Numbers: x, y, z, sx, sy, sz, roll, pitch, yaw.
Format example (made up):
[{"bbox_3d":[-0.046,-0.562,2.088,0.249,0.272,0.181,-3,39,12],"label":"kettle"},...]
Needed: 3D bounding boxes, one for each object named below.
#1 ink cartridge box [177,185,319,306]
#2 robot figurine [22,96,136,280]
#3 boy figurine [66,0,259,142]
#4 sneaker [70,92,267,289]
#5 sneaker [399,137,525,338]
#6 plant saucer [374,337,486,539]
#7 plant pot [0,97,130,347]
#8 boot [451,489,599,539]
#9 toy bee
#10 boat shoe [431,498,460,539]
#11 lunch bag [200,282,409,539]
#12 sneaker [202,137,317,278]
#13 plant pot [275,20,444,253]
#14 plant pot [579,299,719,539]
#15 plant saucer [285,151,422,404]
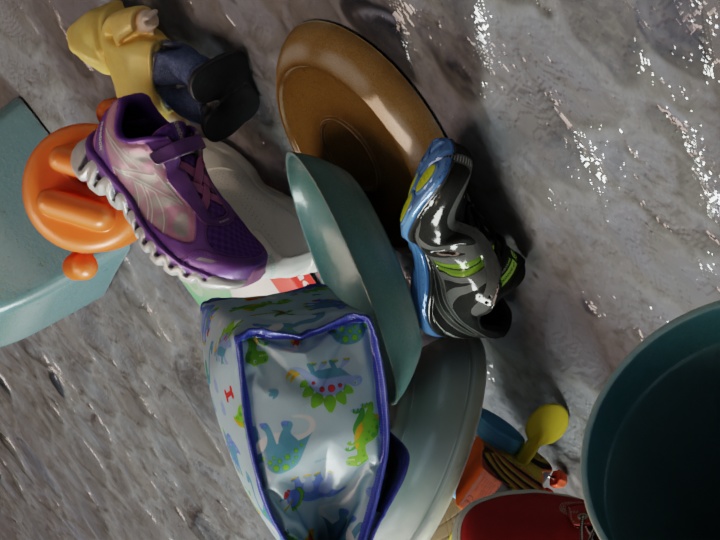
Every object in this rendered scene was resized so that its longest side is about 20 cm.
[{"bbox_3d":[-0.086,0.022,1.723,0.161,0.050,0.200,55,158,-3],"label":"ink cartridge box"},{"bbox_3d":[-0.237,-0.072,1.742,0.200,0.117,0.144,-57,-55,-87],"label":"robot figurine"},{"bbox_3d":[-0.168,-0.166,1.596,0.200,0.064,0.124,29,147,45],"label":"boy figurine"},{"bbox_3d":[-0.144,-0.067,1.528,0.200,0.080,0.088,43,124,23],"label":"sneaker"},{"bbox_3d":[0.074,-0.020,1.349,0.083,0.071,0.200,11,145,16],"label":"sneaker"},{"bbox_3d":[0.030,0.132,1.479,0.050,0.200,0.200,23,160,-13],"label":"plant saucer"},{"bbox_3d":[-0.389,-0.023,2.028,0.196,0.200,0.196,52,156,4],"label":"plant pot"},{"bbox_3d":[0.173,0.179,1.319,0.144,0.200,0.072,144,130,-66],"label":"boot"},{"bbox_3d":[0.116,0.147,1.476,0.109,0.200,0.131,30,122,-13],"label":"toy bee"},{"bbox_3d":[0.036,0.181,1.693,0.065,0.072,0.200,38,158,59],"label":"boat shoe"},{"bbox_3d":[-0.040,0.120,1.404,0.170,0.127,0.200,-150,54,-77],"label":"lunch bag"},{"bbox_3d":[-0.122,-0.050,1.619,0.200,0.088,0.075,30,127,36],"label":"sneaker"},{"bbox_3d":[0.000,-0.091,1.436,0.200,0.027,0.200,41,152,27],"label":"plant pot"},{"bbox_3d":[0.247,0.146,1.122,0.200,0.200,0.188,34,165,37],"label":"plant pot"},{"bbox_3d":[0.000,0.000,1.425,0.200,0.036,0.200,158,90,-82],"label":"plant saucer"}]
